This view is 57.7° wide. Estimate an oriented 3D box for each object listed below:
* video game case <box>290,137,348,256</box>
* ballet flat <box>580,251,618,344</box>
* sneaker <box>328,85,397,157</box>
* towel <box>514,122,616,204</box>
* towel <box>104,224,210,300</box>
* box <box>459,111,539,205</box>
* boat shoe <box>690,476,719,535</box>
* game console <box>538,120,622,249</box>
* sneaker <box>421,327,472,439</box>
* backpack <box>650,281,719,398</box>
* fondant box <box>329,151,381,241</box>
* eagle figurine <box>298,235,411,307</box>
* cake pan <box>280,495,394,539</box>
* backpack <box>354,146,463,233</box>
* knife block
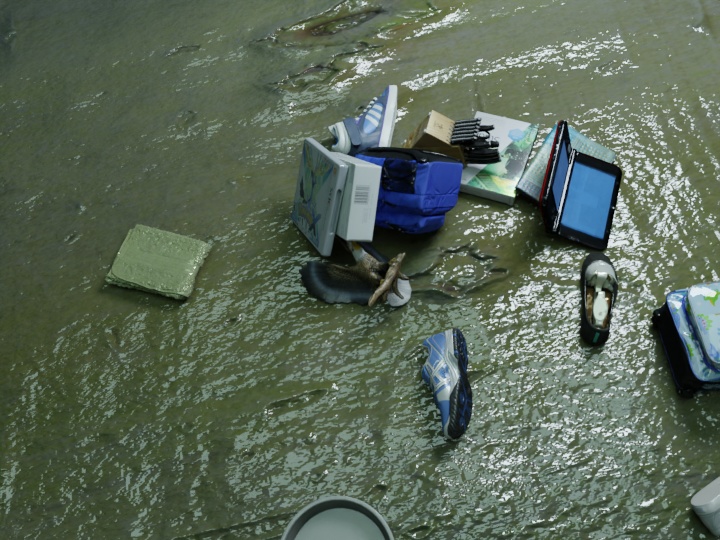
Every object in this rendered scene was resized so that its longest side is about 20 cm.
[{"bbox_3d":[-0.087,-0.151,1.303,0.022,0.183,0.200,1,24,-26],"label":"video game case"},{"bbox_3d":[0.453,0.041,1.229,0.068,0.068,0.200,5,63,10],"label":"ballet flat"},{"bbox_3d":[0.002,-0.340,1.475,0.146,0.081,0.201,8,69,7],"label":"sneaker"},{"bbox_3d":[0.430,-0.208,1.373,0.146,0.022,0.200,34,72,7],"label":"towel"},{"bbox_3d":[-0.428,-0.018,1.387,0.199,0.037,0.149,12,64,13],"label":"towel"},{"bbox_3d":[0.290,-0.246,1.418,0.144,0.036,0.200,17,68,15],"label":"box"},{"bbox_3d":[0.631,0.354,1.049,0.200,0.072,0.069,-27,84,-15],"label":"boat shoe"},{"bbox_3d":[0.439,-0.169,1.292,0.118,0.172,0.200,8,68,27],"label":"game console"},{"bbox_3d":[0.155,0.207,1.188,0.077,0.076,0.201,-13,59,26],"label":"sneaker"},{"bbox_3d":[0.643,0.107,1.129,0.199,0.147,0.183,-8,64,-1],"label":"backpack"},{"bbox_3d":[-0.034,-0.150,1.286,0.058,0.145,0.200,0,16,-25],"label":"fondant box"},{"bbox_3d":[-0.001,-0.007,1.297,0.152,0.151,0.200,-11,16,-44],"label":"eagle figurine"},{"bbox_3d":[-0.037,0.479,1.079,0.200,0.037,0.201,-3,63,5],"label":"cake pan"},{"bbox_3d":[0.076,-0.167,1.320,0.200,0.162,0.168,18,101,33],"label":"backpack"},{"bbox_3d":[0.197,-0.257,1.395,0.175,0.200,0.064,25,63,-14],"label":"knife block"}]
